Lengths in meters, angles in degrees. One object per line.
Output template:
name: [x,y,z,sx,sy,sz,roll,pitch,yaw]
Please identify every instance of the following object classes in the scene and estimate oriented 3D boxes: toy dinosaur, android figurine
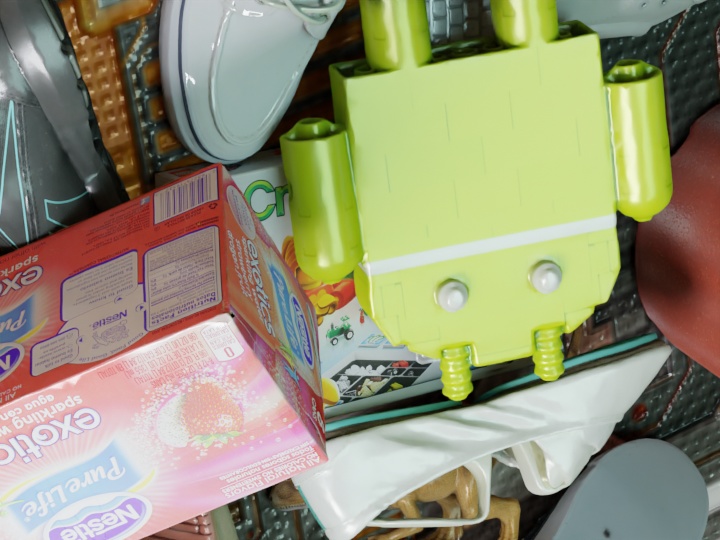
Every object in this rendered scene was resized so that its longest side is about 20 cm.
toy dinosaur: [0.053,0.094,1.420,0.199,0.060,0.107,-23,119,-27]
android figurine: [0.054,-0.040,1.311,0.181,0.041,0.201,-9,107,-12]

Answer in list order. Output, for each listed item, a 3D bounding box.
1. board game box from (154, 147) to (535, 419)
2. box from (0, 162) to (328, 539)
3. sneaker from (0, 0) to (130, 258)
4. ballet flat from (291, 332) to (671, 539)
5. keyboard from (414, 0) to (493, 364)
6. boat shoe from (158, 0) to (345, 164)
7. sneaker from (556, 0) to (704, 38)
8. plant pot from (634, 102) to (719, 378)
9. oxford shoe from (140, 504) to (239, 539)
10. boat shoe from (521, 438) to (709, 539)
board game box: [0.000,0.000,1.352,0.199,0.035,0.127,-13,109,-31]
box: [-0.122,0.054,1.196,0.199,0.103,0.095,-23,127,12]
sneaker: [-0.141,-0.036,1.235,0.079,0.075,0.201,-22,121,-4]
ballet flat: [0.062,0.084,1.371,0.199,0.069,0.070,-15,117,-18]
keyboard: [0.047,-0.058,1.342,0.056,0.011,0.201,-10,104,-32]
boat shoe: [-0.035,-0.138,1.257,0.073,0.067,0.201,2,107,-35]
sneaker: [0.146,-0.153,1.388,0.199,0.073,0.071,-9,151,-42]
plant pot: [0.251,0.006,1.436,0.200,0.195,0.202,-14,116,-31]
oxford shoe: [-0.069,0.166,1.370,0.074,0.070,0.201,-38,132,-44]
boat shoe: [0.099,0.161,1.480,0.071,0.091,0.200,51,46,0]
